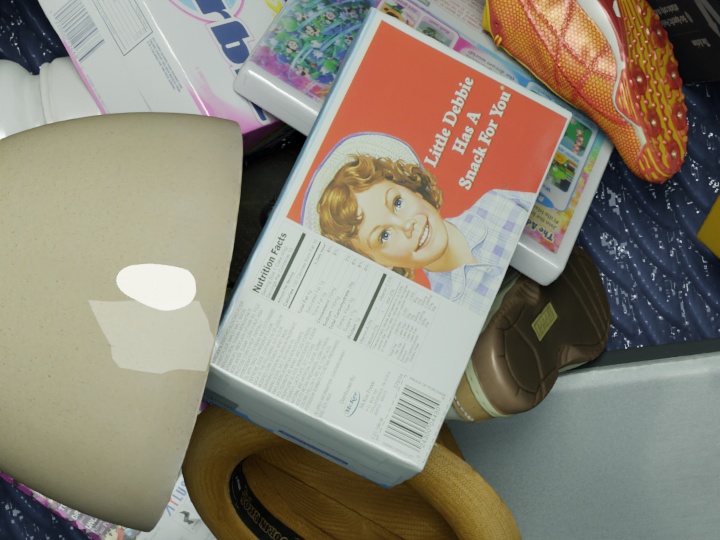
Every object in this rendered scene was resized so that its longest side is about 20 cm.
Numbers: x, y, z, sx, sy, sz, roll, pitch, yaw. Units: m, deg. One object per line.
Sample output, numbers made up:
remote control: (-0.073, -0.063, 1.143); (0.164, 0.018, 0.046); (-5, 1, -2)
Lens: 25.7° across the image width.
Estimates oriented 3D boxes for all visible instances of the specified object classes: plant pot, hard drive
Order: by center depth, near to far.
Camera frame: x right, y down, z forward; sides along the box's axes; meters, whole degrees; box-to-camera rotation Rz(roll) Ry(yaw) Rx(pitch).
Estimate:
plant pot: (-0.145, 0.011, 0.745); (0.134, 0.200, 0.200); (13, 96, -13)
hard drive: (0.147, 0.115, 0.948); (0.200, 0.033, 0.140); (-7, 114, 0)

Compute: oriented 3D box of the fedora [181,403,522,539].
fedora: (0.001, 0.116, 0.887); (0.200, 0.082, 0.201); (12, 136, 12)

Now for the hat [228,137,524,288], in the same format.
hat: (0.000, 0.000, 0.891); (0.200, 0.201, 0.081); (3, 122, -2)

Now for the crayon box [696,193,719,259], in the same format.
crayon box: (0.258, -0.067, 0.865); (0.126, 0.200, 0.052); (-38, 72, -19)

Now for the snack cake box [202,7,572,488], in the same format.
snack cake box: (0.010, -0.011, 0.768); (0.115, 0.067, 0.200); (27, 71, -5)

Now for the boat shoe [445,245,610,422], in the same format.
boat shoe: (0.080, 0.035, 0.888); (0.076, 0.200, 0.072); (-24, 90, 28)

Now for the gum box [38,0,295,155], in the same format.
gum box: (-0.111, -0.155, 0.870); (0.066, 0.113, 0.200); (-30, 89, 37)

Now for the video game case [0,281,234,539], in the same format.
video game case: (-0.104, 0.080, 0.953); (0.181, 0.036, 0.200); (34, 94, -6)

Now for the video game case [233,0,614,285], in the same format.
video game case: (0.051, -0.108, 0.883); (0.200, 0.024, 0.182); (32, 50, -5)

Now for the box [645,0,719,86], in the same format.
box: (0.184, -0.211, 0.847); (0.117, 0.197, 0.200); (-37, 96, 2)

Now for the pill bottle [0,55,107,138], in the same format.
pill bottle: (-0.231, -0.055, 0.895); (0.200, 0.114, 0.114); (-14, 97, 0)

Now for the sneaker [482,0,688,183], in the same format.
sneaker: (0.116, -0.134, 0.881); (0.077, 0.073, 0.200); (-28, 96, 41)
